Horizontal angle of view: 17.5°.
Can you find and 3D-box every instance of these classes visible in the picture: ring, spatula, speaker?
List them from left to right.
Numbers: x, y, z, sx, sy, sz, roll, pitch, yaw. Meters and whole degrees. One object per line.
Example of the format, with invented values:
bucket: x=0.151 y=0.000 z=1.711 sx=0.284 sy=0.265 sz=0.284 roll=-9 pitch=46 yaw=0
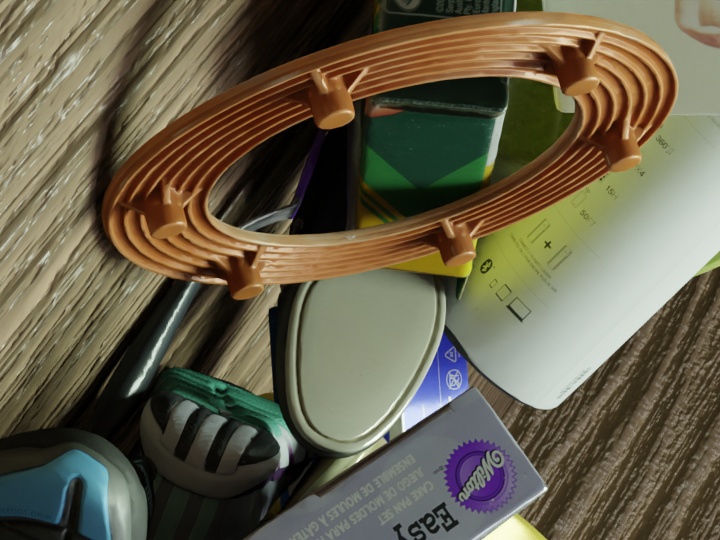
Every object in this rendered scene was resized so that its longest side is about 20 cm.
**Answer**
spatula: x=-0.054 y=-0.005 z=0.937 sx=0.200 sy=0.021 sz=0.057 roll=-53 pitch=175 yaw=-24
ring: x=0.012 y=-0.032 z=0.788 sx=0.200 sy=0.019 sz=0.200 roll=-14 pitch=161 yaw=-5
speaker: x=0.121 y=-0.035 z=0.976 sx=0.200 sy=0.081 sz=0.081 roll=-47 pitch=177 yaw=22

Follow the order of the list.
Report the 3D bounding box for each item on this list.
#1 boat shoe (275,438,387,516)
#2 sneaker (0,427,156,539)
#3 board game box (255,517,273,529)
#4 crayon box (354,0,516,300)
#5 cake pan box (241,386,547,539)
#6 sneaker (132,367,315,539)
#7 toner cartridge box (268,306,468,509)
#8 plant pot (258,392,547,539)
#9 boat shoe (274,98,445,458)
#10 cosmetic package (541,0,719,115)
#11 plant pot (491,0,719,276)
boat shoe: x=-0.027 y=0.154 z=1.024 sx=0.200 sy=0.065 sz=0.072 roll=-61 pitch=175 yaw=22
sneaker: x=-0.107 y=0.083 z=0.800 sx=0.082 sy=0.073 sz=0.200 roll=-59 pitch=-177 yaw=-26
board game box: x=-0.039 y=0.220 z=1.111 sx=0.028 sy=0.135 sz=0.201 roll=179 pitch=-101 yaw=-77
crayon box: x=0.028 y=-0.078 z=0.901 sx=0.200 sy=0.051 sz=0.127 roll=94 pitch=1 yaw=-69
cake pan box: x=-0.035 y=0.129 z=0.858 sx=0.200 sy=0.052 sz=0.184 roll=-33 pitch=173 yaw=-20
sneaker: x=-0.070 y=0.093 z=0.972 sx=0.200 sy=0.074 sz=0.088 roll=3 pitch=110 yaw=-83
toner cartridge box: x=0.007 y=0.113 z=1.056 sx=0.043 sy=0.095 sz=0.201 roll=-4 pitch=89 yaw=-40
plant pot: x=-0.019 y=0.195 z=1.220 sx=0.189 sy=0.200 sz=0.201 roll=-58 pitch=172 yaw=-18
boat shoe: x=0.000 y=0.000 z=0.996 sx=0.057 sy=0.067 sz=0.200 roll=127 pitch=-21 yaw=-54
cosmetic package: x=0.109 y=-0.162 z=0.834 sx=0.200 sy=0.087 sz=0.104 roll=77 pitch=22 yaw=-45
plant pot: x=0.113 y=-0.100 z=1.109 sx=0.201 sy=0.200 sz=0.184 roll=-60 pitch=161 yaw=4
